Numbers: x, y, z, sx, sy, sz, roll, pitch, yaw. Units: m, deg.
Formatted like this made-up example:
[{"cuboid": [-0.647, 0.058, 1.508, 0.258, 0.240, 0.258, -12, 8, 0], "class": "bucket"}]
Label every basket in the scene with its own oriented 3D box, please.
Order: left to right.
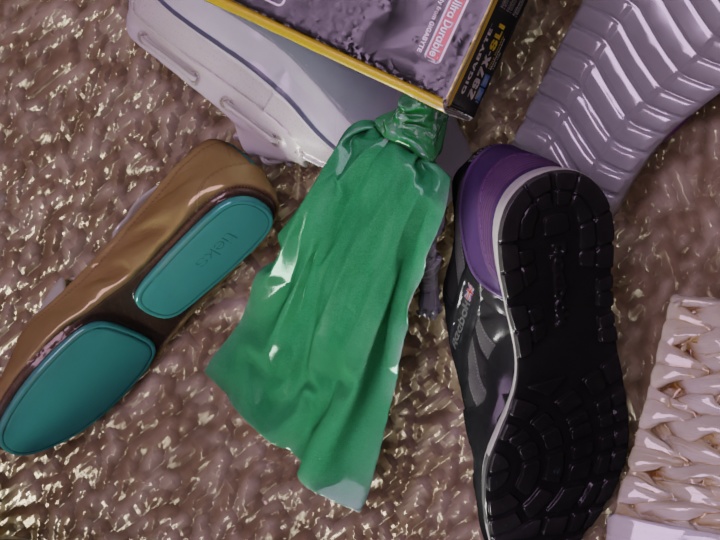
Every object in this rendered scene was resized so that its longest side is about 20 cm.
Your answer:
[{"cuboid": [0.222, 0.089, 0.942, 0.199, 0.136, 0.124, 10, 85, 19], "class": "basket"}]

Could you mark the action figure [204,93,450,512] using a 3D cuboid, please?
[{"cuboid": [0.000, 0.000, 1.027, 0.118, 0.055, 0.200, 37, 121, 27], "class": "action figure"}]

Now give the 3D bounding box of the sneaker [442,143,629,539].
[{"cuboid": [0.077, 0.038, 1.030, 0.075, 0.088, 0.201, -6, 109, -23], "class": "sneaker"}]

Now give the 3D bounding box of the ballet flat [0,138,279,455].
[{"cuboid": [-0.121, 0.013, 1.106, 0.200, 0.069, 0.063, -43, 47, 11], "class": "ballet flat"}]

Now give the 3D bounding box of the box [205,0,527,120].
[{"cuboid": [0.017, -0.189, 0.950, 0.159, 0.049, 0.201, 27, 95, 19], "class": "box"}]

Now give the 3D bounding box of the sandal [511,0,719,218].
[{"cuboid": [0.132, -0.094, 1.030, 0.082, 0.050, 0.203, 45, 114, 13], "class": "sandal"}]

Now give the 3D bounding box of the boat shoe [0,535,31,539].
[{"cuboid": [-0.128, 0.174, 1.085, 0.199, 0.065, 0.072, 11, 89, 19], "class": "boat shoe"}]

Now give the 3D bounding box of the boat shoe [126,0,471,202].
[{"cuboid": [-0.036, -0.087, 1.081, 0.200, 0.071, 0.070, 35, 130, 6], "class": "boat shoe"}]
